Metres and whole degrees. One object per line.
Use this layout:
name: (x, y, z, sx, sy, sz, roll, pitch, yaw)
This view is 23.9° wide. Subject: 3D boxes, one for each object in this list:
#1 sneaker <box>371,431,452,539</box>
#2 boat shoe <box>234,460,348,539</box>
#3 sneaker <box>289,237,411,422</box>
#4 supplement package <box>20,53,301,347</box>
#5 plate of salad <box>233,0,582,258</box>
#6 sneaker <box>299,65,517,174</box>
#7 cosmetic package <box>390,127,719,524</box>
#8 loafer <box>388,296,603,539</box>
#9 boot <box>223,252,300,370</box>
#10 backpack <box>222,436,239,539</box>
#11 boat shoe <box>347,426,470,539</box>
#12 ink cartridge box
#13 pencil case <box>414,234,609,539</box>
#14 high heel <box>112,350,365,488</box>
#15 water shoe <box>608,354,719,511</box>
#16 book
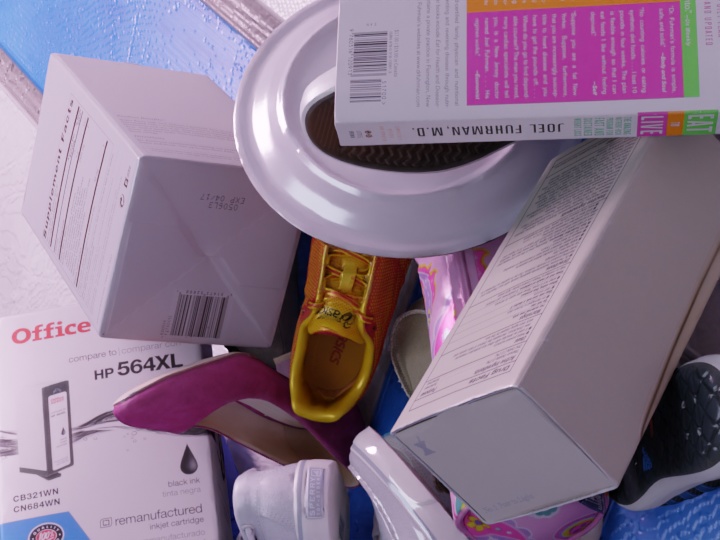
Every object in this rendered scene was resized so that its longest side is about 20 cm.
sneaker: (0.034, 0.196, 1.032, 0.076, 0.080, 0.202, -30, 66, 52)
boat shoe: (-0.044, 0.172, 1.063, 0.200, 0.068, 0.073, 81, -168, -69)
sneaker: (0.000, 0.000, 1.026, 0.077, 0.072, 0.202, -72, -10, -68)
supplement package: (-0.132, -0.048, 1.105, 0.200, 0.120, 0.121, 45, 125, 55)
plate of salad: (0.027, -0.085, 0.962, 0.048, 0.198, 0.201, 85, 160, -55)
sneaker: (0.061, -0.110, 0.912, 0.085, 0.197, 0.073, -107, 8, -47)
cosmetic package: (0.108, 0.018, 0.831, 0.103, 0.073, 0.201, -27, 25, 53)
loafer: (0.067, 0.089, 0.992, 0.201, 0.068, 0.076, 54, 131, 38)
boot: (-0.059, -0.041, 1.161, 0.130, 0.067, 0.202, -36, 61, 51)
backpack: (-0.192, 0.175, 1.241, 0.169, 0.198, 0.163, -59, 47, 36)
boat shoe: (0.042, 0.184, 0.973, 0.201, 0.068, 0.072, 54, 178, 12)
ink cartridge box: (-0.165, 0.122, 1.129, 0.085, 0.144, 0.202, 82, 178, -59)
pencil case: (0.078, 0.054, 0.924, 0.088, 0.087, 0.202, -49, 37, 43)
high heel: (-0.071, 0.104, 1.072, 0.067, 0.199, 0.097, -23, 79, 33)
water shoe: (0.175, 0.082, 0.846, 0.200, 0.078, 0.073, 145, 123, -77)
book: (0.088, -0.130, 0.839, 0.048, 0.197, 0.135, 71, -160, -68)
